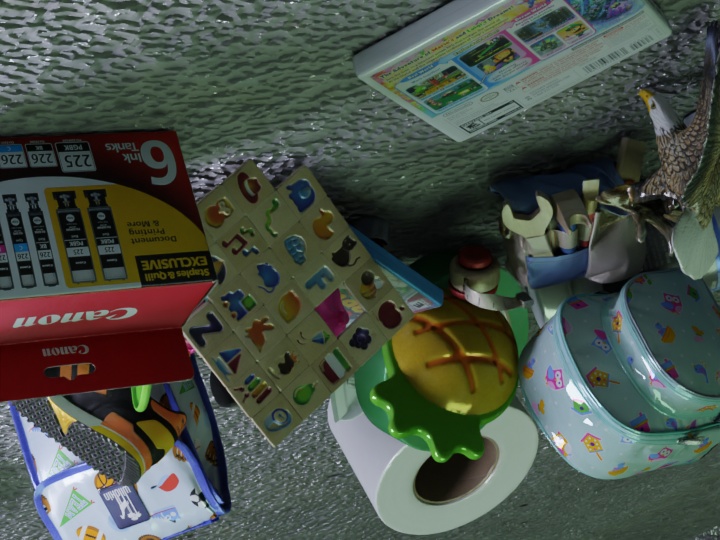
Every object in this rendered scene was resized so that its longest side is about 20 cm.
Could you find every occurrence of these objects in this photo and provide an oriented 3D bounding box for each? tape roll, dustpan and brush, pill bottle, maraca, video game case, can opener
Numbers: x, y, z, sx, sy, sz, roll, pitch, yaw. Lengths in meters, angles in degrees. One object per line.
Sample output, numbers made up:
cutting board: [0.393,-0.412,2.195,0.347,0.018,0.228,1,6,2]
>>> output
tape roll: [0.084,0.081,1.609,0.200,0.048,0.201,-19,120,-37]
dustpan and brush: [0.048,0.070,1.658,0.200,0.057,0.140,-54,163,-20]
pill bottle: [0.265,-0.011,1.609,0.200,0.114,0.114,-17,158,-1]
maraca: [0.078,0.093,1.468,0.137,0.200,0.107,27,133,-2]
tape roll: [0.080,0.178,1.799,0.203,0.139,0.203,-16,135,-17]
video game case: [-0.046,0.018,1.451,0.200,0.018,0.143,-16,145,36]
video game case: [0.120,-0.173,1.229,0.200,0.024,0.182,-26,157,22]
can opener: [0.000,0.000,1.516,0.053,0.067,0.200,10,165,-11]

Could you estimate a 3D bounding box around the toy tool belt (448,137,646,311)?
toy tool belt: [0.172,-0.052,1.470,0.200,0.125,0.123,-14,125,-18]

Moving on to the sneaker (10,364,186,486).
sneaker: [-0.246,0.108,1.444,0.090,0.200,0.070,-39,155,-37]

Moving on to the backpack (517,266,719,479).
backpack: [0.252,0.094,1.468,0.200,0.176,0.153,-11,154,-31]

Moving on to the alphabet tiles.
alphabet tiles: [-0.068,0.017,1.312,0.167,0.200,0.008,-42,-159,-16]

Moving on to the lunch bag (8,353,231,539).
lunch bag: [-0.226,0.165,1.519,0.170,0.200,0.124,-22,167,13]

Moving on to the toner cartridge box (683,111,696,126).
toner cartridge box: [0.401,-0.161,1.449,0.200,0.043,0.095,-33,153,32]

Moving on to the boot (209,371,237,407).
boot: [-0.045,0.088,1.676,0.174,0.069,0.200,-6,166,-43]

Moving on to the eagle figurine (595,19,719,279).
eagle figurine: [0.295,-0.110,1.363,0.151,0.152,0.200,37,128,-12]

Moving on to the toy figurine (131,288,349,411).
toy figurine: [-0.104,0.048,1.390,0.184,0.150,0.200,2,176,-14]

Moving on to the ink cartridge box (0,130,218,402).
ink cartridge box: [-0.215,-0.004,1.165,0.200,0.176,0.084,-6,156,-29]
